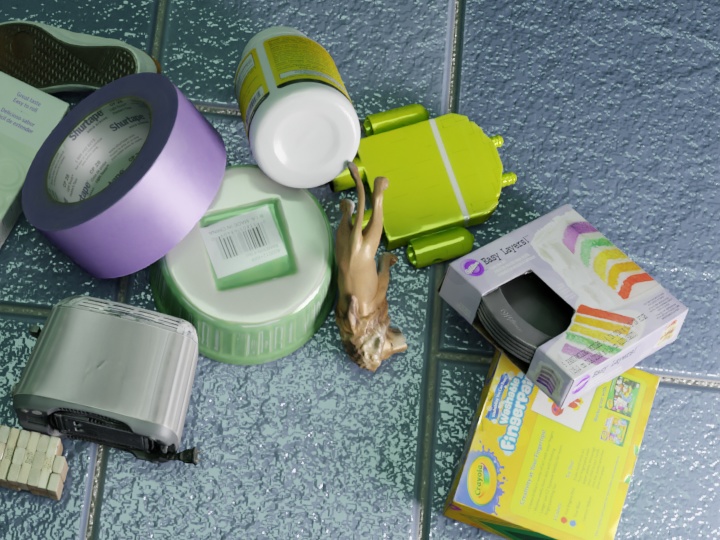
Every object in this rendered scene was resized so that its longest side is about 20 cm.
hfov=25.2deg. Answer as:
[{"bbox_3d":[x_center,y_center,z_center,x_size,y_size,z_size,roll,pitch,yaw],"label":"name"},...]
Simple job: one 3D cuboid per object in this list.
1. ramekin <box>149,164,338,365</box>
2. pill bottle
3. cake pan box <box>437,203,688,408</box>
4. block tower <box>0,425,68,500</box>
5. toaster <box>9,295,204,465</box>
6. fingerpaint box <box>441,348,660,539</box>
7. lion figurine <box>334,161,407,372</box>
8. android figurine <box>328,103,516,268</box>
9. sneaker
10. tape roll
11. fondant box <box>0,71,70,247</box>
[{"bbox_3d":[-0.119,-0.011,1.659,0.199,0.098,0.201,2,71,-5],"label":"ramekin"},{"bbox_3d":[-0.071,-0.177,1.671,0.112,0.113,0.200,-7,32,-8],"label":"pill bottle"},{"bbox_3d":[0.205,0.033,1.644,0.200,0.052,0.184,-25,56,-36],"label":"cake pan box"},{"bbox_3d":[-0.390,0.176,1.594,0.199,0.058,0.054,14,70,-3],"label":"block tower"},{"bbox_3d":[-0.240,0.108,1.600,0.199,0.114,0.130,13,68,1],"label":"toaster"},{"bbox_3d":[0.194,0.179,1.637,0.166,0.073,0.201,19,68,1],"label":"fingerpaint box"},{"bbox_3d":[0.000,0.000,1.635,0.072,0.200,0.123,-2,45,17],"label":"lion figurine"},{"bbox_3d":[0.069,-0.097,1.737,0.199,0.041,0.183,-18,73,-10],"label":"android figurine"},{"bbox_3d":[-0.308,-0.222,1.740,0.199,0.085,0.073,15,98,19],"label":"sneaker"},{"bbox_3d":[-0.239,-0.097,1.626,0.199,0.085,0.201,-23,43,24],"label":"tape roll"},{"bbox_3d":[-0.413,-0.113,1.689,0.144,0.058,0.201,25,70,4],"label":"fondant box"}]
